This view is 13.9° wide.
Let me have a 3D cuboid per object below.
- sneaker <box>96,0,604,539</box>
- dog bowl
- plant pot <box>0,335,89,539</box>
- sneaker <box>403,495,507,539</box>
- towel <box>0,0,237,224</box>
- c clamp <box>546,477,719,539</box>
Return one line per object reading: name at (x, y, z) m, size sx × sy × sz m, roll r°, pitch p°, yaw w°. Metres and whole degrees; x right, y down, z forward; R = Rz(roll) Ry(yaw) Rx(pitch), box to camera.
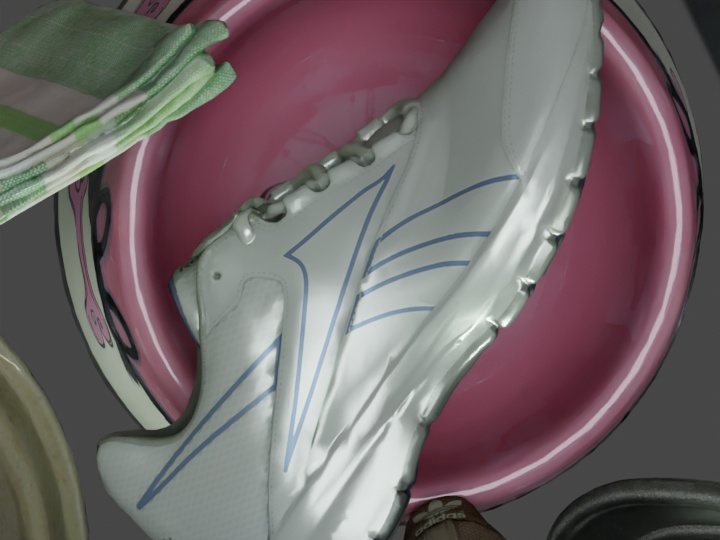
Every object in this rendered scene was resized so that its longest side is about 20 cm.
sneaker at (0.000, 0.000, 0.794) m, size 0.087 × 0.075 × 0.200 m, roll 30°, pitch 92°, yaw -3°
dog bowl at (0.010, -0.016, 0.864) m, size 0.199 × 0.074 × 0.201 m, roll -1°, pitch 97°, yaw -6°
plant pot at (-0.174, 0.097, 0.802) m, size 0.200 × 0.183 × 0.201 m, roll -1°, pitch 96°, yaw -5°
sneaker at (0.061, 0.141, 0.868) m, size 0.070 × 0.076 × 0.200 m, roll -18°, pitch 136°, yaw 5°
towel at (-0.141, -0.019, 0.784) m, size 0.200 × 0.152 × 0.023 m, roll -31°, pitch 110°, yaw -17°
c clamp at (0.143, 0.140, 0.867) m, size 0.170 × 0.027 × 0.200 m, roll -7°, pitch 119°, yaw 36°
